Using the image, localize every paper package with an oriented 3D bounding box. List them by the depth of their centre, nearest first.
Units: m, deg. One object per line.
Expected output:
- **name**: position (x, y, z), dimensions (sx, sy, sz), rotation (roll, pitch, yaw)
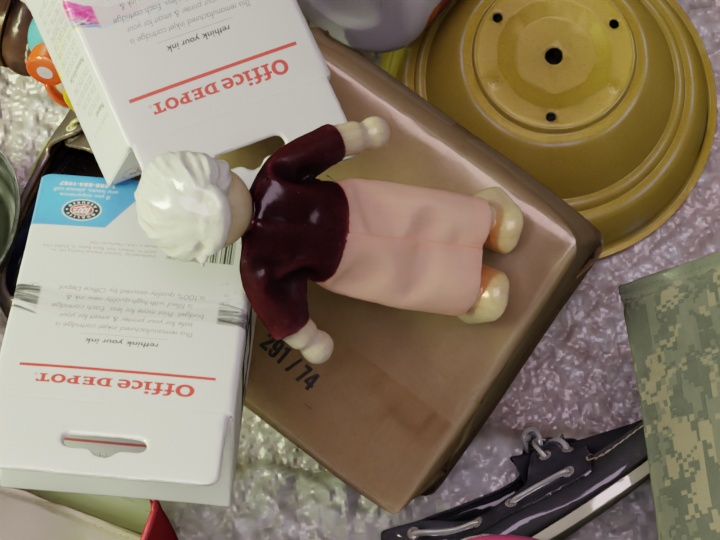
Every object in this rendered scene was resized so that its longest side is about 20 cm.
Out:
- **paper package**: position (0.000, 0.000, 1.301), dimensions (0.200, 0.103, 0.191), rotation (35, 99, 10)

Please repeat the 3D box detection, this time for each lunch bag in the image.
- **lunch bag**: position (0.248, 0.080, 1.269), dimensions (0.200, 0.117, 0.165), rotation (7, 70, -42)

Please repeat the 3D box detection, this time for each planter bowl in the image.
- **planter bowl**: position (0.108, -0.109, 1.364), dimensions (0.200, 0.083, 0.201), rotation (0, 75, 1)

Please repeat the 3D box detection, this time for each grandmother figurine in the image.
- **grandmother figurine**: position (-0.018, -0.016, 1.163), dimensions (0.199, 0.061, 0.122), rotation (12, 80, -32)

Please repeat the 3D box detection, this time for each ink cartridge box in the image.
- **ink cartridge box**: position (-0.113, 0.046, 1.169), dimensions (0.115, 0.067, 0.200), rotation (5, 44, 1)
- **ink cartridge box**: position (-0.095, -0.121, 1.210), dimensions (0.115, 0.068, 0.200), rotation (-21, 81, -21)

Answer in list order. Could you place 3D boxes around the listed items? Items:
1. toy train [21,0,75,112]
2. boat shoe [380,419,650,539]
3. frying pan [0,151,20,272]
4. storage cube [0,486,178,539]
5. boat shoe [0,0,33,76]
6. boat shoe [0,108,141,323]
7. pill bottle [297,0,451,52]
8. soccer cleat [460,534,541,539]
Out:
- **toy train**: position (-0.119, -0.149, 1.352), dimensions (0.200, 0.056, 0.151), rotation (-9, 73, -35)
- **boat shoe**: position (0.101, 0.116, 1.308), dimensions (0.200, 0.073, 0.063), rotation (-34, 80, -3)
- **frying pan**: position (-0.268, -0.006, 1.344), dimensions (0.190, 0.031, 0.115), rotation (-24, 57, 16)
- **storage cube**: position (-0.202, 0.181, 1.239), dimensions (0.170, 0.180, 0.201), rotation (20, 75, 6)
- **boat shoe**: position (-0.145, -0.196, 1.398), dimensions (0.070, 0.070, 0.200), rotation (25, 76, 12)
- **boat shoe**: position (-0.150, -0.056, 1.365), dimensions (0.072, 0.060, 0.200), rotation (24, 76, 8)
- **pill bottle**: position (0.043, -0.226, 1.370), dimensions (0.112, 0.112, 0.200), rotation (36, 61, 10)
- **soccer cleat**: position (0.128, 0.190, 1.272), dimensions (0.199, 0.086, 0.070), rotation (18, 85, -7)
